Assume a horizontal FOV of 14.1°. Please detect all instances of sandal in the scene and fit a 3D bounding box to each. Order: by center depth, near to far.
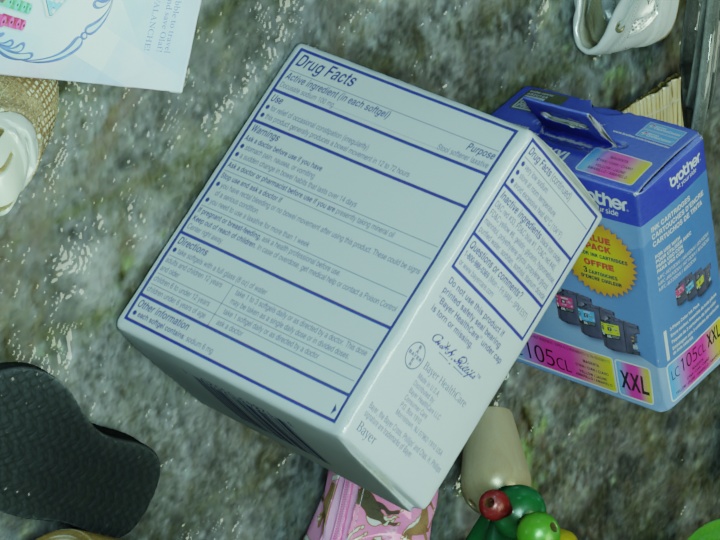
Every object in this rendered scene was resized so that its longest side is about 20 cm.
[{"bbox_3d":[-0.175,0.099,1.576,0.076,0.048,0.200,-61,152,-9],"label":"sandal"}]

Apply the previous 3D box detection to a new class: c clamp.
[{"bbox_3d":[0.211,-0.172,1.801,0.200,0.027,0.172,-81,179,-63],"label":"c clamp"}]

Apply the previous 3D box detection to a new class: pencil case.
[{"bbox_3d":[0.017,0.097,1.753,0.082,0.087,0.201,10,102,-16],"label":"pencil case"}]

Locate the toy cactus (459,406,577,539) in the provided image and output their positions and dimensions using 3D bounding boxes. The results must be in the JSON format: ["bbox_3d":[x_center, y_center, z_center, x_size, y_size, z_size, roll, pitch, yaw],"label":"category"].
[{"bbox_3d":[0.080,0.169,1.833,0.200,0.102,0.166,91,-5,-65],"label":"toy cactus"}]

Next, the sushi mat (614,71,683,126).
[{"bbox_3d":[0.192,-0.029,1.938,0.096,0.012,0.201,-32,129,-35],"label":"sushi mat"}]

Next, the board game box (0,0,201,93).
[{"bbox_3d":[-0.158,-0.195,1.430,0.198,0.043,0.201,4,105,-37],"label":"board game box"}]

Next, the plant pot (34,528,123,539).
[{"bbox_3d":[-0.114,0.234,1.615,0.200,0.186,0.187,43,75,-35],"label":"plant pot"}]

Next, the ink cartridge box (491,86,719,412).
[{"bbox_3d":[0.143,-0.027,1.789,0.076,0.136,0.201,-39,133,-37],"label":"ink cartridge box"}]

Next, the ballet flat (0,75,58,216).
[{"bbox_3d":[-0.210,-0.035,1.451,0.200,0.065,0.071,-41,133,-28],"label":"ballet flat"}]

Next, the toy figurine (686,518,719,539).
[{"bbox_3d":[0.179,0.262,2.002,0.183,0.150,0.200,4,130,-35],"label":"toy figurine"}]

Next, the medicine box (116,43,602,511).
[{"bbox_3d":[0.000,0.000,1.608,0.200,0.182,0.103,-57,140,-11],"label":"medicine box"}]

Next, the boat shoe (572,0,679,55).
[{"bbox_3d":[0.161,-0.222,1.767,0.069,0.071,0.201,-26,126,-40],"label":"boat shoe"}]
